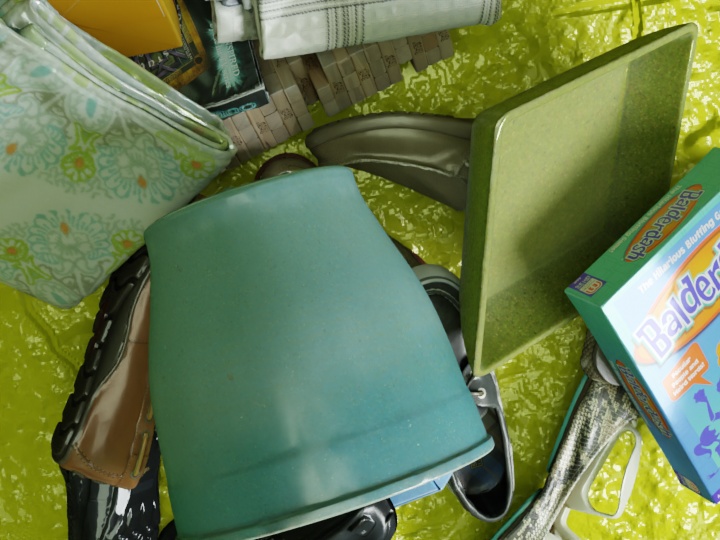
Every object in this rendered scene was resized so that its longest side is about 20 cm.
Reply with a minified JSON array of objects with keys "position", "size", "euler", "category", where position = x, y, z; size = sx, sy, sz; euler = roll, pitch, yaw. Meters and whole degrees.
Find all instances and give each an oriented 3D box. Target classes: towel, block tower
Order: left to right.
[{"position":[-0.198,-0.064,0.819],"size":[0.171,0.048,0.200],"euler":[32,125,-31],"category":"towel"},{"position":[-0.037,-0.138,0.915],"size":[0.198,0.058,0.054],"euler":[-26,60,0],"category":"block tower"},{"position":[-0.004,-0.228,0.804],"size":[0.198,0.035,0.194],"euler":[-8,126,-9],"category":"towel"}]

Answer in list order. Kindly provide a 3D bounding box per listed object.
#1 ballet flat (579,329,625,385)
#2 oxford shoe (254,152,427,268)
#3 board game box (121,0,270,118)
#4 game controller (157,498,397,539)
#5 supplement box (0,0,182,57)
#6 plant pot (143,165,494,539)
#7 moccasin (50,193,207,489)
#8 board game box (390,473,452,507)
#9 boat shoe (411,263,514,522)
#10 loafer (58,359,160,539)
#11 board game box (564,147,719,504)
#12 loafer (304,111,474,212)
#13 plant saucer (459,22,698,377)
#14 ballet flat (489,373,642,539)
[{"position":[0.229,0.004,0.955],"size":[0.200,0.046,0.067],"euler":[-47,107,-9],"category":"ballet flat"},{"position":[0.000,0.000,0.935],"size":[0.200,0.075,0.071],"euler":[41,92,-8],"category":"oxford shoe"},{"position":[-0.149,-0.187,0.886],"size":[0.134,0.028,0.202],"euler":[-16,74,0],"category":"board game box"},{"position":[-0.065,0.191,0.945],"size":[0.200,0.042,0.105],"euler":[-39,80,28],"category":"game controller"},{"position":[-0.228,-0.241,0.823],"size":[0.195,0.133,0.202],"euler":[-10,74,2],"category":"supplement box"},{"position":[-0.040,0.044,0.793],"size":[0.198,0.200,0.190],"euler":[-17,87,0],"category":"plant pot"},{"position":[-0.137,0.046,0.883],"size":[0.077,0.073,0.203],"euler":[23,78,-25],"category":"moccasin"},{"position":[-0.046,0.089,0.934],"size":[0.150,0.037,0.201],"euler":[-26,99,31],"category":"board game box"},{"position":[0.072,0.089,0.931],"size":[0.068,0.057,0.202],"euler":[-21,118,-5],"category":"boat shoe"},{"position":[-0.185,0.155,0.961],"size":[0.070,0.068,0.203],"euler":[15,102,30],"category":"loafer"},{"position":[0.248,0.041,0.919],"size":[0.152,0.045,0.201],"euler":[-42,118,-11],"category":"board game box"},{"position":[0.060,-0.075,0.927],"size":[0.197,0.076,0.068],"euler":[1,94,-3],"category":"loafer"},{"position":[0.134,-0.055,0.881],"size":[0.199,0.048,0.201],"euler":[-28,135,-34],"category":"plant saucer"},{"position":[0.153,0.167,0.966],"size":[0.075,0.068,0.201],"euler":[32,94,18],"category":"ballet flat"}]
